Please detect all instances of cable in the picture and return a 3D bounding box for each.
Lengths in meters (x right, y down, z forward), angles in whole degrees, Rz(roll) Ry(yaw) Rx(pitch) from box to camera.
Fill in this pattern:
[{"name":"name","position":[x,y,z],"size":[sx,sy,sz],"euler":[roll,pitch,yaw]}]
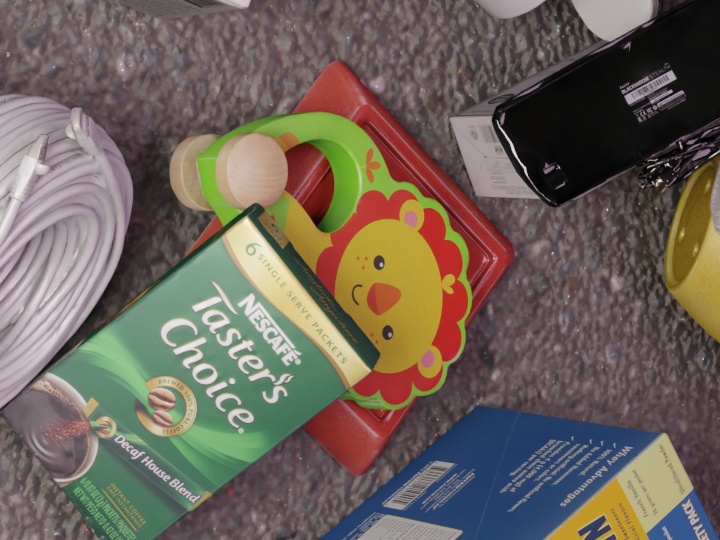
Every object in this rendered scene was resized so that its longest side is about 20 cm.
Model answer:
[{"name":"cable","position":[-0.210,-0.003,1.446],"size":[0.200,0.069,0.200],"euler":[-54,163,-5]}]

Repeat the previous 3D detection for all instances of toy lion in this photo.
[{"name":"toy lion","position":[-0.012,-0.005,1.607],"size":[0.191,0.069,0.201],"euler":[-20,103,-38]}]

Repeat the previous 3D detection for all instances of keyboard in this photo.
[{"name":"keyboard","position":[0.189,-0.102,1.634],"size":[0.200,0.040,0.104],"euler":[-28,85,-5]}]

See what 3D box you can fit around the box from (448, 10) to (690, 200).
[{"name":"box","position":[0.174,-0.115,1.729],"size":[0.200,0.117,0.060],"euler":[-29,108,-30]}]

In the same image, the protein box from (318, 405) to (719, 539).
[{"name":"protein box","position":[0.095,0.204,1.642],"size":[0.198,0.200,0.135],"euler":[-38,112,-26]}]

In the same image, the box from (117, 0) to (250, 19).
[{"name":"box","position":[-0.106,-0.264,1.536],"size":[0.101,0.112,0.201],"euler":[22,80,-31]}]

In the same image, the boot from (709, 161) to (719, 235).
[{"name":"boot","position":[0.250,-0.124,1.679],"size":[0.095,0.074,0.200],"euler":[26,78,-21]}]

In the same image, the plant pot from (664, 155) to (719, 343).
[{"name":"plant pot","position":[0.296,-0.014,1.790],"size":[0.142,0.200,0.201],"euler":[16,83,-7]}]

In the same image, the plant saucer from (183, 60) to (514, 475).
[{"name":"plant saucer","position":[0.000,0.000,1.667],"size":[0.200,0.037,0.200],"euler":[45,69,-26]}]

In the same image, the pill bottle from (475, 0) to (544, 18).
[{"name":"pill bottle","position":[0.051,-0.258,1.638],"size":[0.200,0.120,0.120],"euler":[41,71,-28]}]

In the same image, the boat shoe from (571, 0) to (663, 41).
[{"name":"boat shoe","position":[0.147,-0.251,1.741],"size":[0.200,0.071,0.064],"euler":[65,28,-9]}]

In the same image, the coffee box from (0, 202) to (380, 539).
[{"name":"coffee box","position":[-0.101,0.067,1.516],"size":[0.200,0.044,0.123],"euler":[-36,94,13]}]
